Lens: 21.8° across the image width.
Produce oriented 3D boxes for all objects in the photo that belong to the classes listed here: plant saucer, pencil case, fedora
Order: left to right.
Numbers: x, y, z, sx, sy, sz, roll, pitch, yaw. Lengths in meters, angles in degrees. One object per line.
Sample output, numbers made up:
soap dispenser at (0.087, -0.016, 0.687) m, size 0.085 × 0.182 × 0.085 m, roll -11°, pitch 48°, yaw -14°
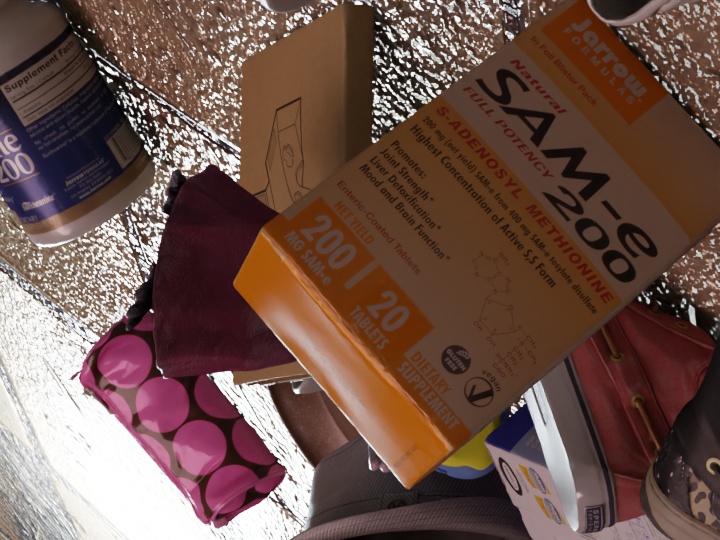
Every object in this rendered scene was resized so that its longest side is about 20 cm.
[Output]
pencil case at (-0.159, 0.134, 1.637) m, size 0.200 × 0.094 × 0.091 m, roll 47°, pitch 157°, yaw 10°
plant saucer at (0.006, 0.124, 1.378) m, size 0.200 × 0.037 × 0.201 m, roll 42°, pitch 157°, yaw 23°
fedora at (0.032, 0.156, 1.226) m, size 0.199 × 0.091 × 0.177 m, roll -15°, pitch 149°, yaw 23°

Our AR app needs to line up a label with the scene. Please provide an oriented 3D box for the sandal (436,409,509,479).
sandal at (0.034, 0.065, 1.176) m, size 0.200 × 0.079 × 0.087 m, roll 48°, pitch 178°, yaw 46°

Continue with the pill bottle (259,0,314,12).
pill bottle at (-0.079, -0.223, 0.899) m, size 0.200 × 0.120 × 0.120 m, roll 47°, pitch 157°, yaw 13°

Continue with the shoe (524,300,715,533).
shoe at (0.127, 0.035, 0.969) m, size 0.072 × 0.091 × 0.201 m, roll 89°, pitch 167°, yaw -60°

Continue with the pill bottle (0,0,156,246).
pill bottle at (-0.246, -0.127, 1.379) m, size 0.111 × 0.111 × 0.200 m, roll 7°, pitch 132°, yaw 60°

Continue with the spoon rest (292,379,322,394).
spoon rest at (0.000, 0.000, 1.090) m, size 0.060 × 0.100 × 0.200 m, roll 24°, pitch 139°, yaw -13°

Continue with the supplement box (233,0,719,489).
supplement box at (0.060, -0.016, 0.840) m, size 0.126 × 0.200 × 0.074 m, roll 48°, pitch 156°, yaw 6°

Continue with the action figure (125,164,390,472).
action figure at (-0.012, 0.023, 0.944) m, size 0.199 × 0.134 × 0.149 m, roll 12°, pitch 179°, yaw 2°

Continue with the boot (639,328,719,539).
boot at (0.234, 0.085, 0.824) m, size 0.203 × 0.074 × 0.154 m, roll 22°, pitch 130°, yaw 15°

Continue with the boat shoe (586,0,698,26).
boat shoe at (0.133, -0.149, 0.674) m, size 0.074 × 0.067 × 0.200 m, roll 44°, pitch 157°, yaw 16°

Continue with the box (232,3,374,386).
box at (-0.034, -0.038, 1.069) m, size 0.163 × 0.021 × 0.201 m, roll 165°, pitch 108°, yaw -65°

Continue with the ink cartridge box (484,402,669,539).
ink cartridge box at (0.157, 0.141, 1.059) m, size 0.200 × 0.076 × 0.137 m, roll 15°, pitch 137°, yaw 54°
